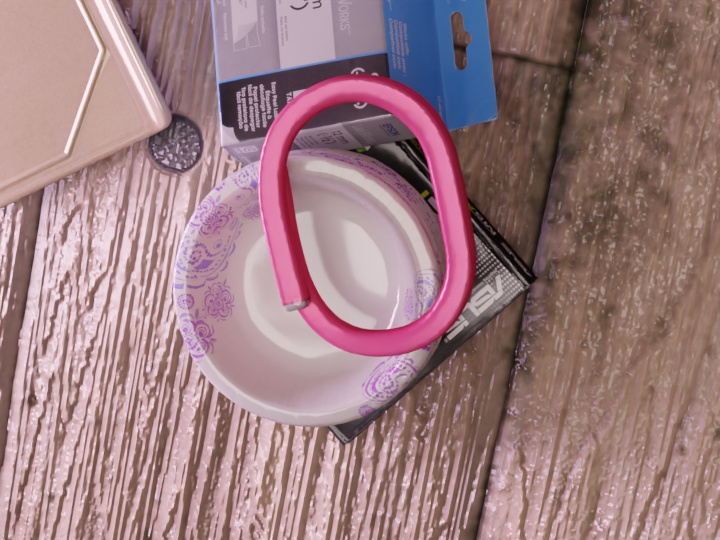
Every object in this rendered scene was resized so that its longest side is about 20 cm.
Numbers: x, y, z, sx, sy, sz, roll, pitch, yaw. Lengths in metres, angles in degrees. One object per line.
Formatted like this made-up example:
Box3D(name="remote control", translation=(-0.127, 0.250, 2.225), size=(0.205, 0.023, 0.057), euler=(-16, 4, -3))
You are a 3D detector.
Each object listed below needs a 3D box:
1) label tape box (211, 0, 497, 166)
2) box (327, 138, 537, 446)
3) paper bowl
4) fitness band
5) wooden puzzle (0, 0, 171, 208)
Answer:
Box3D(name="label tape box", translation=(-0.007, -0.167, 1.582), size=(0.200, 0.066, 0.143), euler=(-10, 73, 17))
Box3D(name="box", translation=(0.000, 0.000, 1.643), size=(0.200, 0.048, 0.193), euler=(-41, 85, 16))
Box3D(name="paper bowl", translation=(-0.030, 0.009, 1.575), size=(0.200, 0.104, 0.201), euler=(2, 98, 14))
Box3D(name="fitness band", translation=(0.004, -0.037, 1.488), size=(0.144, 0.037, 0.200), euler=(-10, 97, 14))
Box3D(name="wooden puzzle", translation=(-0.264, -0.162, 1.688), size=(0.200, 0.037, 0.185), euler=(-24, 94, 21))
